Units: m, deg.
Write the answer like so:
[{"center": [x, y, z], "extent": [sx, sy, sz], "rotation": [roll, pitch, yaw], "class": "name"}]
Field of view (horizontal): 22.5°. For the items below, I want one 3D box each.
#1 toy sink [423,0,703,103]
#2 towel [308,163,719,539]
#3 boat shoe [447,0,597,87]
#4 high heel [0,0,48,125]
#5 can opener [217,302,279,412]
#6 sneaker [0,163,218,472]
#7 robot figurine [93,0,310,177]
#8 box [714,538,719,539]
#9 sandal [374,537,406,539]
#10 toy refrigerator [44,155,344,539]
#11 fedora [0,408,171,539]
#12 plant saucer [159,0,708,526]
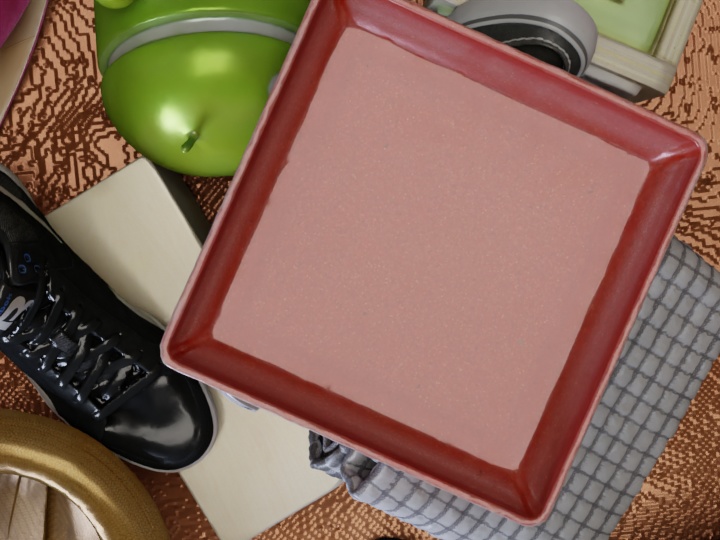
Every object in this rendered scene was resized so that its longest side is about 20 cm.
[{"center": [0.109, -0.154, 0.953], "extent": [0.130, 0.112, 0.201], "rotation": [23, 91, -4], "class": "toy sink"}, {"center": [0.084, 0.048, 0.948], "extent": [0.165, 0.086, 0.201], "rotation": [30, 91, -33], "class": "towel"}, {"center": [0.038, -0.080, 0.921], "extent": [0.069, 0.200, 0.057], "rotation": [37, 53, -27], "class": "boat shoe"}, {"center": [-0.200, -0.062, 0.963], "extent": [0.095, 0.067, 0.201], "rotation": [-8, 80, 7], "class": "high heel"}, {"center": [0.000, 0.000, 0.938], "extent": [0.200, 0.067, 0.053], "rotation": [-37, 94, -28], "class": "can opener"}, {"center": [-0.154, 0.032, 0.884], "extent": [0.073, 0.112, 0.200], "rotation": [-43, 94, 6], "class": "sneaker"}, {"center": [-0.078, -0.138, 0.925], "extent": [0.115, 0.175, 0.201], "rotation": [-11, 70, 20], "class": "robot figurine"}, {"center": [0.170, 0.262, 0.946], "extent": [0.197, 0.123, 0.201], "rotation": [-17, 113, -3], "class": "box"}, {"center": [0.089, 0.199, 1.002], "extent": [0.199, 0.043, 0.077], "rotation": [9, 92, -4], "class": "sandal"}, {"center": [-0.088, 0.040, 0.974], "extent": [0.076, 0.070, 0.201], "rotation": [-31, 93, 5], "class": "toy refrigerator"}, {"center": [-0.183, 0.157, 0.958], "extent": [0.199, 0.082, 0.202], "rotation": [1, 108, 2], "class": "fedora"}, {"center": [0.034, -0.010, 0.856], "extent": [0.199, 0.037, 0.201], "rotation": [24, 90, -3], "class": "plant saucer"}]
